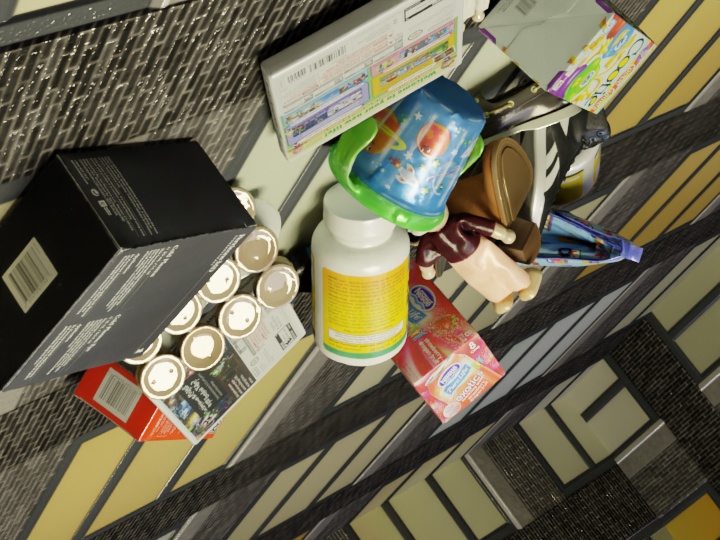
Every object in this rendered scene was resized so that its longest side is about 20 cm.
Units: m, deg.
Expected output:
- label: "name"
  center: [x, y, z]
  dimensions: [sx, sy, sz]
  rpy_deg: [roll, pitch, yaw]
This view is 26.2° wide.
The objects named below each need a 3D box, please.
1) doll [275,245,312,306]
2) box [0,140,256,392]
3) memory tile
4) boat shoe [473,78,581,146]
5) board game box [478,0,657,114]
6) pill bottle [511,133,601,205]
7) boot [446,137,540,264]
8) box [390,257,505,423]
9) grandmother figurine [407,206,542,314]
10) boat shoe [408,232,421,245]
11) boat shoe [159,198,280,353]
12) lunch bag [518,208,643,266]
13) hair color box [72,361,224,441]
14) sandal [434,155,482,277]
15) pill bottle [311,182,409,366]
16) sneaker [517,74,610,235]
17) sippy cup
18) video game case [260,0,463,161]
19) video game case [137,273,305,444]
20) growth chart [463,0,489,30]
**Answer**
- label: "doll"
  center: [-0.053, 0.000, 1.857]
  dimensions: [0.136, 0.049, 0.200]
  rpy_deg: [-46, 163, 26]
- label: "box"
  center: [-0.226, -0.006, 1.348]
  dimensions: [0.200, 0.104, 0.182]
  rpy_deg: [-45, 162, 30]
- label: "memory tile"
  center: [-0.164, 0.023, 1.544]
  dimensions: [0.200, 0.017, 0.154]
  rpy_deg: [-39, 123, -12]
- label: "boat shoe"
  center: [0.147, -0.175, 1.754]
  dimensions: [0.200, 0.061, 0.072]
  rpy_deg: [-20, -171, -1]
- label: "board game box"
  center: [0.220, -0.244, 1.615]
  dimensions: [0.105, 0.103, 0.200]
  rpy_deg: [-49, 163, 15]
- label: "pill bottle"
  center: [0.250, -0.147, 1.975]
  dimensions: [0.112, 0.112, 0.200]
  rpy_deg: [-36, 165, -2]
- label: "boot"
  center: [0.118, -0.086, 1.772]
  dimensions: [0.074, 0.154, 0.200]
  rpy_deg: [-56, 148, -31]
- label: "box"
  center: [0.074, 0.075, 1.879]
  dimensions: [0.100, 0.200, 0.096]
  rpy_deg: [-38, 134, -1]
- label: "grandmother figurine"
  center: [0.113, -0.027, 1.735]
  dimensions: [0.121, 0.061, 0.200]
  rpy_deg: [-34, 128, 19]
- label: "boat shoe"
  center: [0.055, -0.058, 1.903]
  dimensions: [0.072, 0.060, 0.200]
  rpy_deg: [-43, 164, 19]
- label: "boat shoe"
  center: [-0.166, -0.001, 1.591]
  dimensions: [0.200, 0.071, 0.064]
  rpy_deg: [-44, -162, -5]
- label: "lunch bag"
  center: [0.252, -0.037, 1.933]
  dimensions: [0.151, 0.199, 0.095]
  rpy_deg: [5, 99, -78]
- label: "hair color box"
  center: [-0.231, 0.144, 1.767]
  dimensions: [0.061, 0.101, 0.200]
  rpy_deg: [-59, 161, 6]
- label: "sandal"
  center: [0.138, -0.069, 1.968]
  dimensions: [0.201, 0.054, 0.082]
  rpy_deg: [-65, 175, 25]
- label: "pill bottle"
  center: [0.000, 0.000, 1.758]
  dimensions: [0.112, 0.113, 0.201]
  rpy_deg: [-27, 135, -31]
- label: "sneaker"
  center: [0.243, -0.132, 1.834]
  dimensions: [0.111, 0.201, 0.073]
  rpy_deg: [0, -168, -19]
- label: "sippy cup"
  center: [0.056, -0.132, 1.582]
  dimensions: [0.131, 0.139, 0.178]
  rpy_deg: [-55, -176, 23]
- label: "video game case"
  center: [0.006, -0.190, 1.416]
  dimensions: [0.199, 0.022, 0.182]
  rpy_deg: [-31, 162, -8]
- label: "video game case"
  center: [-0.145, 0.093, 1.672]
  dimensions: [0.182, 0.023, 0.200]
  rpy_deg: [-46, 159, -10]
- label: "growth chart"
  center: [0.051, -0.231, 1.466]
  dimensions: [0.200, 0.018, 0.145]
  rpy_deg: [-31, 164, -21]
